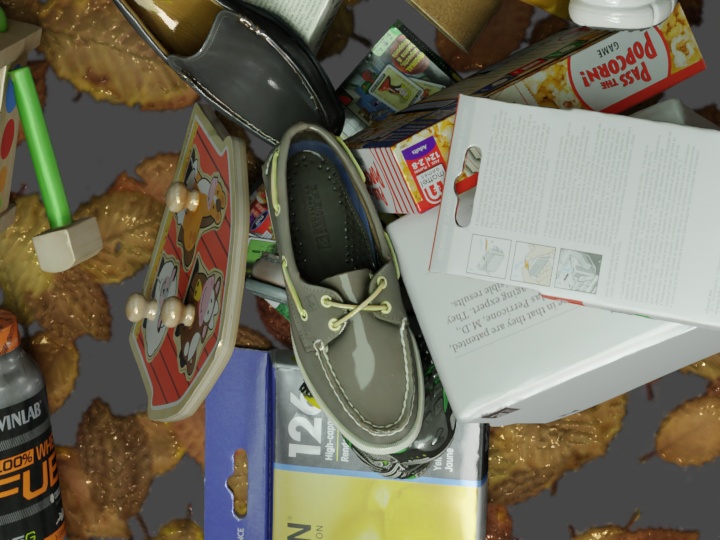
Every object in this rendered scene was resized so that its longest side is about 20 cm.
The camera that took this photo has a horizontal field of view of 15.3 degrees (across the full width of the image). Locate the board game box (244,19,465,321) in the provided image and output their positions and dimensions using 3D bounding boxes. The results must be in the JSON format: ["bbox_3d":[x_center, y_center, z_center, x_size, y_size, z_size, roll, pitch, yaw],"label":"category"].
[{"bbox_3d":[-0.003,-0.056,1.763,0.105,0.023,0.200,40,108,-4],"label":"board game box"}]

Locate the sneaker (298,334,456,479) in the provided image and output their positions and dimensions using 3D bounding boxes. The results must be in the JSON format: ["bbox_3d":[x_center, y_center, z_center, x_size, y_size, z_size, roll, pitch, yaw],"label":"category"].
[{"bbox_3d":[0.028,0.090,1.675,0.078,0.200,0.085,-41,101,-5],"label":"sneaker"}]

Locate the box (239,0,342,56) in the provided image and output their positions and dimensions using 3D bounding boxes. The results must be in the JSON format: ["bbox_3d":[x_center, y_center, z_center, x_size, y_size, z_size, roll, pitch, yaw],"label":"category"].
[{"bbox_3d":[-0.109,-0.202,1.719,0.199,0.068,0.082,30,109,2],"label":"box"}]

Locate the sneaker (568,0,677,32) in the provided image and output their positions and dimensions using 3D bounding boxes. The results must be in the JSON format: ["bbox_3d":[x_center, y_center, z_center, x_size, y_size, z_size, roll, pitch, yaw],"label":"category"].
[{"bbox_3d":[0.179,-0.211,1.592,0.073,0.200,0.080,6,118,21],"label":"sneaker"}]

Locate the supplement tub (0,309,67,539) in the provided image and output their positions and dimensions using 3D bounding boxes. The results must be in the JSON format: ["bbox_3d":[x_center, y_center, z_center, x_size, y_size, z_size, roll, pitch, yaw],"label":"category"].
[{"bbox_3d":[-0.266,0.134,1.811,0.122,0.123,0.201,-4,105,12],"label":"supplement tub"}]

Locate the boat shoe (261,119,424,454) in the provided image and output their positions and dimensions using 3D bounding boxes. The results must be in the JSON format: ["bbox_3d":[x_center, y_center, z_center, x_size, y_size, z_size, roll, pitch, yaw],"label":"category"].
[{"bbox_3d":[-0.012,0.009,1.580,0.072,0.060,0.203,-16,73,-7],"label":"boat shoe"}]

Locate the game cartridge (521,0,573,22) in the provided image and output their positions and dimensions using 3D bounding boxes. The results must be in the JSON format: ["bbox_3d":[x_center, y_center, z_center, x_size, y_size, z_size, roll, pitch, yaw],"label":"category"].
[{"bbox_3d":[0.133,-0.239,1.580,0.032,0.200,0.177,26,98,20],"label":"game cartridge"}]

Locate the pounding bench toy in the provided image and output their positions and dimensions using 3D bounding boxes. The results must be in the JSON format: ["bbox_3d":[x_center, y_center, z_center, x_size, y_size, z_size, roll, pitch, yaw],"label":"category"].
[{"bbox_3d":[-0.256,-0.096,1.747,0.199,0.124,0.157,13,106,7],"label":"pounding bench toy"}]

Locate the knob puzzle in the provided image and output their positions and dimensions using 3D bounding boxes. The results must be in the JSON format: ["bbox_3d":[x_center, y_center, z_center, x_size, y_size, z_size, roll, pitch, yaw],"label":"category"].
[{"bbox_3d":[-0.114,0.005,1.711,0.030,0.220,0.221,11,109,-20],"label":"knob puzzle"}]

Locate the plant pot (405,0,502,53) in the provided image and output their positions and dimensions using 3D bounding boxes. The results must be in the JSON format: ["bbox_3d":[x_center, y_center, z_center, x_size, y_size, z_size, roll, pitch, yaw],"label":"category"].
[{"bbox_3d":[0.058,-0.269,1.626,0.186,0.186,0.200,40,94,-1],"label":"plant pot"}]

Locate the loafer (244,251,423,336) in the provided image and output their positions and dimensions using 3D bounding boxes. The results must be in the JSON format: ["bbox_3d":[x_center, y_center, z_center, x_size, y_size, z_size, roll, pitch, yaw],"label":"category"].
[{"bbox_3d":[0.000,0.000,1.700,0.072,0.200,0.063,18,93,36],"label":"loafer"}]

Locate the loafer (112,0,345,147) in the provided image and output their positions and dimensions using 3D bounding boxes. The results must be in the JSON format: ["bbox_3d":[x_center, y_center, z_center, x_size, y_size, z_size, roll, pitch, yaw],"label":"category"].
[{"bbox_3d":[-0.094,-0.140,1.660,0.200,0.072,0.073,41,110,-4],"label":"loafer"}]

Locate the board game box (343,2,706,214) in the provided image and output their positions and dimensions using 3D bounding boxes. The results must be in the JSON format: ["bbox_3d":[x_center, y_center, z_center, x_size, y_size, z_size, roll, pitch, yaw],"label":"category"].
[{"bbox_3d":[0.090,-0.098,1.624,0.199,0.151,0.047,-27,99,-13],"label":"board game box"}]

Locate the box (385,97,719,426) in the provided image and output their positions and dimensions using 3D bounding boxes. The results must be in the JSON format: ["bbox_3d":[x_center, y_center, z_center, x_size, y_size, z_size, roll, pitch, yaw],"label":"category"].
[{"bbox_3d":[0.149,0.001,1.641,0.199,0.199,0.131,-23,80,16],"label":"box"}]

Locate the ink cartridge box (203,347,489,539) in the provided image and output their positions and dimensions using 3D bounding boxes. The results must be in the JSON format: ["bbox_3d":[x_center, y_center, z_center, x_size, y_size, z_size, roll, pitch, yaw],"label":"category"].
[{"bbox_3d":[-0.013,0.156,1.810,0.199,0.047,0.199,3,105,8],"label":"ink cartridge box"}]

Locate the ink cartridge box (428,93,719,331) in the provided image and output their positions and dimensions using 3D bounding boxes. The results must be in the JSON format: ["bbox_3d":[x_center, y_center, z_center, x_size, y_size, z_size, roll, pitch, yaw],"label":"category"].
[{"bbox_3d":[0.146,-0.032,1.513,0.199,0.050,0.110,10,89,18],"label":"ink cartridge box"}]
